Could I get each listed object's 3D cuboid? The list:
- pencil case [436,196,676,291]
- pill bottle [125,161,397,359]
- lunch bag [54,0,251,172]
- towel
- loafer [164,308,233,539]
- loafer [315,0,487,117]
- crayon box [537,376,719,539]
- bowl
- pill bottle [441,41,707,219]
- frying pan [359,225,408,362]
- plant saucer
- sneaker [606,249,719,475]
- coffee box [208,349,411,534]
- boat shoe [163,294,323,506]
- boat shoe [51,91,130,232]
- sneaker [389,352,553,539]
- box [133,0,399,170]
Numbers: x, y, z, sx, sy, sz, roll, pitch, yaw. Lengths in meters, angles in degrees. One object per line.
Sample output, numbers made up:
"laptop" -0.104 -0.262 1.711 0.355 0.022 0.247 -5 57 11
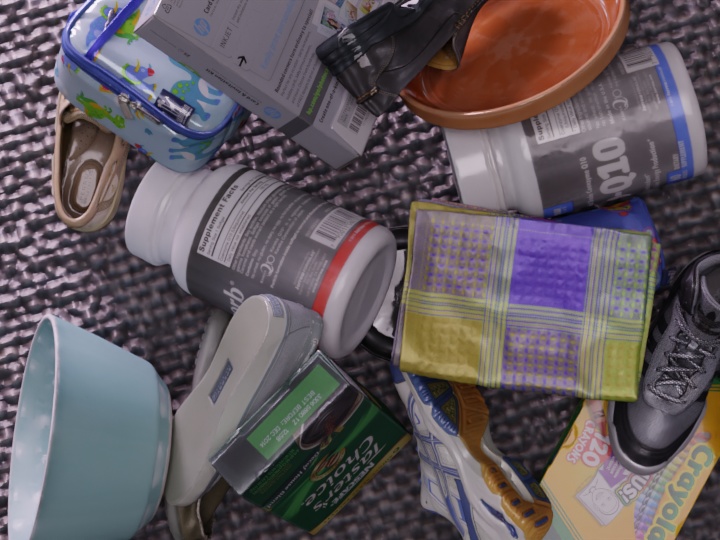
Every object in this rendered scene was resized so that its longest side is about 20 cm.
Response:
"pencil case" 0.150 0.002 1.606 0.199 0.078 0.087 -14 114 -8
"pill bottle" -0.081 -0.017 1.599 0.199 0.116 0.116 24 89 17
"lunch bag" -0.143 -0.189 1.596 0.161 0.083 0.200 35 58 4
"towel" 0.126 0.024 1.537 0.199 0.023 0.144 10 74 5
"loafer" -0.111 0.132 1.624 0.069 0.075 0.201 12 88 7
"loafer" 0.055 -0.189 1.566 0.200 0.073 0.072 -34 95 -28
"crayon box" 0.218 0.162 1.618 0.118 0.058 0.201 28 89 4
"bowl" -0.215 0.141 1.586 0.105 0.201 0.202 8 88 -18
"pill bottle" 0.171 -0.106 1.603 0.199 0.114 0.114 -16 87 2
"frying pan" 0.014 -0.010 1.651 0.115 0.031 0.190 -38 90 0
"plant saucer" 0.121 -0.184 1.592 0.200 0.201 0.032 -27 130 1
"sneaker" 0.255 0.059 1.535 0.075 0.114 0.201 27 73 4
"coffee box" -0.035 0.139 1.559 0.123 0.200 0.044 -45 68 -2
"boat shoe" -0.089 0.108 1.541 0.071 0.070 0.201 12 121 -33
"boat shoe" -0.217 -0.132 1.644 0.071 0.065 0.201 6 88 2
"sneaker" 0.068 0.151 1.594 0.088 0.075 0.200 -47 62 32
"box" -0.062 -0.196 1.556 0.200 0.041 0.156 33 58 -21
